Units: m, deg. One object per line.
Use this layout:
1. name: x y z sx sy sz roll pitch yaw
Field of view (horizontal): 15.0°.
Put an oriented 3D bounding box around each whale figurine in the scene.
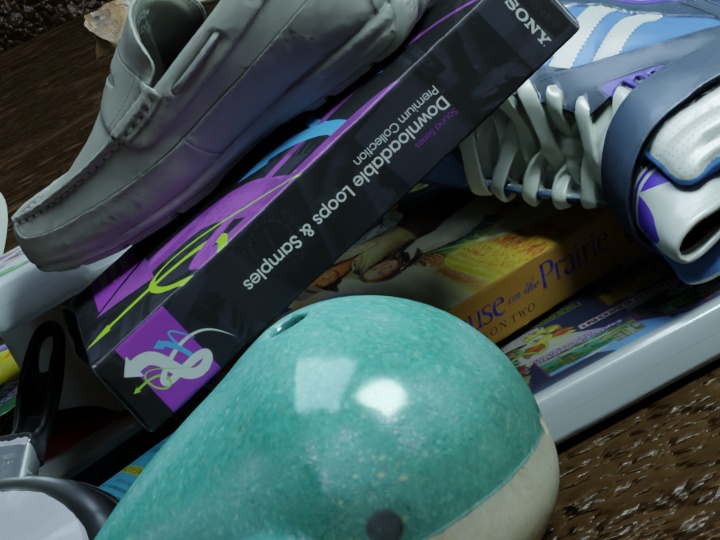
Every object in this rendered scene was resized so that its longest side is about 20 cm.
1. whale figurine: -0.036 0.077 0.907 0.200 0.104 0.159 -22 13 10

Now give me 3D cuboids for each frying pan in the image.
1. frying pan: -0.117 0.090 1.017 0.115 0.031 0.190 8 52 26

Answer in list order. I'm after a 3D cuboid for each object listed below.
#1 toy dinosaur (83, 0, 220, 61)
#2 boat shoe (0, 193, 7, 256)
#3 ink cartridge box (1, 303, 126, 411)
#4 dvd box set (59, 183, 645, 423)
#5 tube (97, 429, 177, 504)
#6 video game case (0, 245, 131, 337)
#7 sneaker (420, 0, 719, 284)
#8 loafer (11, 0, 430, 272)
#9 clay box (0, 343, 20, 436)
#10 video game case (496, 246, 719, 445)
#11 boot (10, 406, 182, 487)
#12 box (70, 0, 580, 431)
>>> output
1. toy dinosaur: -0.044 -0.104 1.088 0.106 0.061 0.200 -16 -9 20
2. boat shoe: -0.217 0.045 1.284 0.072 0.060 0.202 -19 56 46
3. ink cartridge box: -0.051 0.008 1.272 0.200 0.084 0.145 -13 20 48
4. dvd box set: 0.000 0.000 1.091 0.200 0.029 0.146 -30 34 -26
5. tube: -0.091 0.108 1.039 0.200 0.051 0.077 -37 36 -30
6. video game case: -0.127 -0.005 1.168 0.182 0.024 0.200 -32 6 -32
7. sneaker: 0.088 -0.048 1.024 0.199 0.081 0.147 -7 29 5
8. loafer: -0.060 -0.070 0.977 0.200 0.070 0.070 -37 12 28
9. clay box: -0.212 0.084 1.386 0.200 0.048 0.115 -16 17 37
10. video game case: 0.112 0.010 1.068 0.200 0.023 0.182 -27 12 -4
11. boot: -0.160 0.111 1.129 0.200 0.073 0.144 -24 9 -26
12. box: -0.018 -0.035 0.973 0.200 0.036 0.143 -42 12 -1
